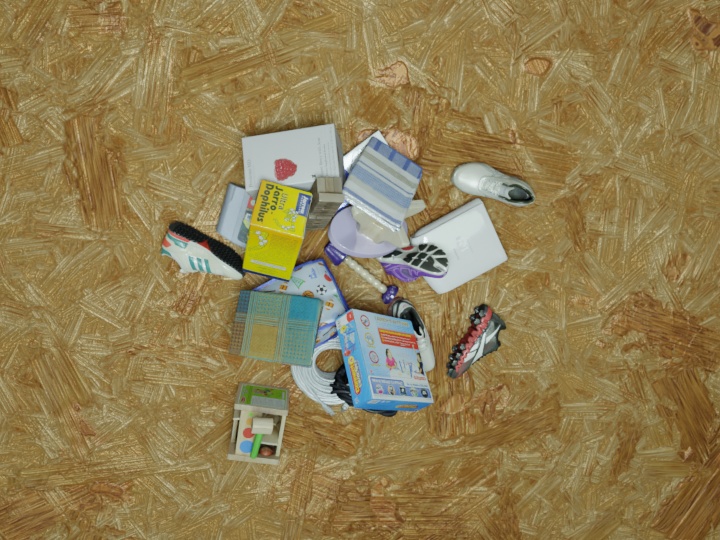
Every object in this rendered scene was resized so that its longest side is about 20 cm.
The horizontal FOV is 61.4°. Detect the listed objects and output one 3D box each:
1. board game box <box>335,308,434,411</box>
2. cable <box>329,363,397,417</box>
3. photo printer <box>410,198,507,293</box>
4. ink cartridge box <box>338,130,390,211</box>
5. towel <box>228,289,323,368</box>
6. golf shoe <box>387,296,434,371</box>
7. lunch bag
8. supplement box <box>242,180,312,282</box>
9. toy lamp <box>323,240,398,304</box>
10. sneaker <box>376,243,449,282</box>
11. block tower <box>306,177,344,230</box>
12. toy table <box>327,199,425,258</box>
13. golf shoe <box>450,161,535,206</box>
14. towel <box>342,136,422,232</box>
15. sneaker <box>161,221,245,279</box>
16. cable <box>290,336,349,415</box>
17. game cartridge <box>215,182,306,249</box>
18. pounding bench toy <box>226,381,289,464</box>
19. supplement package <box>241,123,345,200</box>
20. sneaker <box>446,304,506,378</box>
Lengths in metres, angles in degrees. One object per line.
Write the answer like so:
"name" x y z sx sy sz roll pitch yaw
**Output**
"board game box" 0.052 0.194 1.296 0.199 0.197 0.056 16 140 -43
"cable" 0.010 0.275 1.336 0.162 0.200 0.051 32 96 0
"photo printer" 0.224 -0.051 1.424 0.199 0.069 0.168 -27 104 1
"ink cartridge box" -0.014 -0.219 1.373 0.199 0.044 0.094 -36 102 3
"towel" -0.180 0.121 1.293 0.198 0.022 0.148 5 77 19
"golf shoe" 0.128 0.163 1.452 0.072 0.092 0.201 -29 106 -7
"lunch bag" -0.132 0.090 1.366 0.199 0.124 0.171 -30 69 5
"supplement box" -0.177 -0.077 1.265 0.108 0.200 0.110 14 60 -9
"toy lamp" 0.000 0.000 1.419 0.199 0.058 0.058 37 97 -12
"sneaker" 0.126 -0.011 1.377 0.081 0.199 0.084 -41 122 -27
"block tower" -0.084 -0.138 1.272 0.053 0.200 0.058 -1 79 -17
"toy table" 0.039 -0.110 1.326 0.199 0.117 0.185 -22 76 -35
"golf shoe" 0.308 -0.196 1.386 0.198 0.097 0.079 12 104 -7
"towel" 0.049 -0.186 1.286 0.146 0.201 0.024 32 142 -9
"sneaker" -0.360 -0.024 1.380 0.199 0.071 0.094 31 116 -14
"cable" -0.068 0.220 1.458 0.200 0.069 0.200 41 95 -12
"game cartridge" -0.221 -0.106 1.384 0.198 0.041 0.134 17 105 -9
"pounding bench toy" -0.240 0.378 1.409 0.123 0.200 0.158 9 101 -8
"supplement package" -0.138 -0.220 1.289 0.198 0.120 0.123 -8 79 5
"sneaker" 0.287 0.187 1.485 0.097 0.071 0.202 28 97 -9
